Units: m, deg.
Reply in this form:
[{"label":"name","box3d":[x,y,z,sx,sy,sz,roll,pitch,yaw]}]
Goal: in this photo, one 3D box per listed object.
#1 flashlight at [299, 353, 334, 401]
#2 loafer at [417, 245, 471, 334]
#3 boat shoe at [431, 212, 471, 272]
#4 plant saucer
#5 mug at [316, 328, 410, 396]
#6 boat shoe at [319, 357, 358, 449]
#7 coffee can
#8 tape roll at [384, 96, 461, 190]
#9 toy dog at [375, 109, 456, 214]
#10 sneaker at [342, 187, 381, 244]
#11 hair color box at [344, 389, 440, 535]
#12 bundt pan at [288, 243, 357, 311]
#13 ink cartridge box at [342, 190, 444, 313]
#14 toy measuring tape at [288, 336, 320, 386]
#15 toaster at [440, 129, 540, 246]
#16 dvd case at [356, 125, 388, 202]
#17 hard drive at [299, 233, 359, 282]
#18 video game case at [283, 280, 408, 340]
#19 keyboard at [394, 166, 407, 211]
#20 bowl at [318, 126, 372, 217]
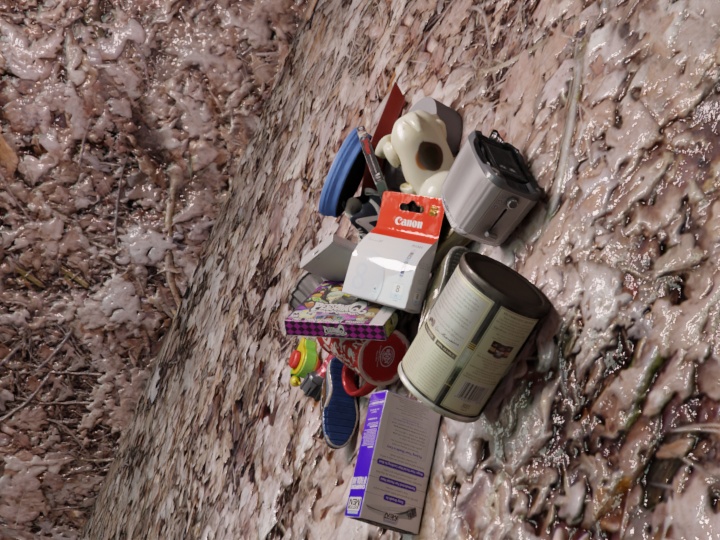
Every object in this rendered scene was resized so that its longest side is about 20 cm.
[{"label":"flashlight","box3d":[-0.060,0.180,1.819,0.068,0.068,0.201,45,111,30]},{"label":"loafer","box3d":[0.144,0.060,1.462,0.070,0.074,0.202,146,146,-74]},{"label":"boat shoe","box3d":[0.134,-0.030,1.558,0.200,0.066,0.075,-41,42,43]},{"label":"plant saucer","box3d":[0.051,-0.276,1.914,0.201,0.036,0.202,102,-174,-55]},{"label":"mug","box3d":[0.016,0.150,1.644,0.132,0.179,0.200,-28,22,-14]},{"label":"boat shoe","box3d":[-0.045,0.273,1.720,0.073,0.071,0.202,117,164,-46]},{"label":"coffee can","box3d":[0.162,0.096,1.262,0.202,0.145,0.147,-61,23,19]},{"label":"tape roll","box3d":[0.126,-0.250,1.783,0.201,0.065,0.202,-49,29,40]},{"label":"toy dog","box3d":[0.137,-0.183,1.579,0.202,0.138,0.194,64,166,14]},{"label":"sneaker","box3d":[0.002,-0.099,1.852,0.199,0.128,0.080,-49,27,40]},{"label":"hair color box","box3d":[0.053,0.305,1.383,0.065,0.108,0.203,-27,46,59]},{"label":"bundt pan","box3d":[-0.048,0.041,1.802,0.076,0.201,0.203,49,123,22]},{"label":"ink cartridge box","box3d":[0.058,-0.039,1.519,0.159,0.047,0.203,13,89,46]},{"label":"toy measuring tape","box3d":[-0.110,0.174,1.956,0.202,0.073,0.074,-67,21,7]},{"label":"toaster","box3d":[0.204,-0.135,1.423,0.130,0.112,0.201,-58,28,30]},{"label":"dvd case","box3d":[0.038,-0.173,1.697,0.022,0.147,0.201,-21,40,3]},{"label":"hard drive","box3d":[0.000,0.000,1.663,0.132,0.198,0.027,-35,38,51]},{"label":"video game case","box3d":[-0.013,0.070,1.582,0.181,0.197,0.036,-44,-50,-57]},{"label":"keyboard","box3d":[0.080,-0.105,1.725,0.056,0.011,0.203,-141,49,-71]},{"label":"bowl","box3d":[-0.027,-0.204,1.843,0.202,0.039,0.201,-63,-7,-14]}]
